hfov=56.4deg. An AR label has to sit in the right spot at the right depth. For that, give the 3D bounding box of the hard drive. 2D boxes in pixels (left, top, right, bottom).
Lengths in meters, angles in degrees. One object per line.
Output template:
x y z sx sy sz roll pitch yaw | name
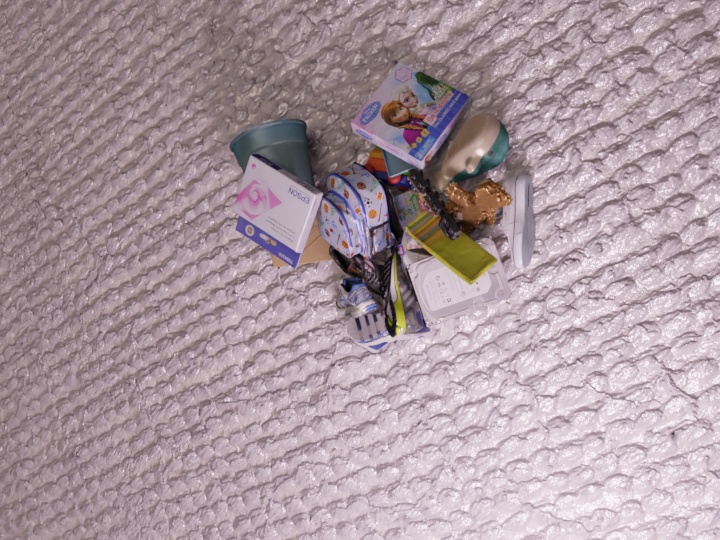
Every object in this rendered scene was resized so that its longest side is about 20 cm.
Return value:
0.209 0.024 1.433 0.197 0.038 0.142 -18 84 -3 | hard drive

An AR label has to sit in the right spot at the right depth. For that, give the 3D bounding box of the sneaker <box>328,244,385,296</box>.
0.000 0.000 1.602 0.198 0.086 0.081 32 106 8 | sneaker

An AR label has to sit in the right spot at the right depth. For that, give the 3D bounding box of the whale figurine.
0.245 -0.244 1.479 0.103 0.160 0.201 31 114 -22 | whale figurine

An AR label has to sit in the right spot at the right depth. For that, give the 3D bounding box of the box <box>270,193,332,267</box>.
-0.143 -0.101 1.710 0.197 0.021 0.167 -7 88 26 | box

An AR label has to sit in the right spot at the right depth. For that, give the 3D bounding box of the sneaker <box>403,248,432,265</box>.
0.194 -0.034 1.508 0.196 0.077 0.083 6 59 1 | sneaker

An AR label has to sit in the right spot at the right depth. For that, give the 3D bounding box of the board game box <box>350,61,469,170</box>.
0.113 -0.354 1.525 0.198 0.041 0.201 31 74 20 | board game box

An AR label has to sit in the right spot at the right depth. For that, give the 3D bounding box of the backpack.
-0.015 -0.138 1.531 0.199 0.153 0.193 32 135 40 | backpack

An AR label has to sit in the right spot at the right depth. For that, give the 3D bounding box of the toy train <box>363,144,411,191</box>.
0.035 -0.266 1.595 0.197 0.084 0.118 14 87 24 | toy train

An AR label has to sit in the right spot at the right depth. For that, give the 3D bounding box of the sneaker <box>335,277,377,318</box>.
-0.016 0.056 1.578 0.076 0.200 0.087 -20 95 -19 | sneaker

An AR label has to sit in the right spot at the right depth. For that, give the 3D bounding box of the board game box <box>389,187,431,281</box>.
0.126 -0.082 1.579 0.133 0.034 0.204 -18 84 25 | board game box

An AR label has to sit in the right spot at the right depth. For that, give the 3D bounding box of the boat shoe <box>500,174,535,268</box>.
0.340 -0.105 1.469 0.066 0.073 0.204 0 82 39 | boat shoe

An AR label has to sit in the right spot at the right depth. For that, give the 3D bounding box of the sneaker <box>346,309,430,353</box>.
0.062 0.140 1.592 0.195 0.115 0.082 -7 68 -6 | sneaker

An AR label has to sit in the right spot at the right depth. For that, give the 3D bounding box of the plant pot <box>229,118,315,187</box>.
-0.198 -0.234 1.635 0.198 0.200 0.199 -19 85 24 | plant pot

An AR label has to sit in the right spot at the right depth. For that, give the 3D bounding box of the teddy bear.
0.240 -0.141 1.464 0.143 0.067 0.201 24 147 -1 | teddy bear

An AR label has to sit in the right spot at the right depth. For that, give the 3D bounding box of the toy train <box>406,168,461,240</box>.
0.157 -0.143 1.449 0.034 0.046 0.202 -19 59 -18 | toy train

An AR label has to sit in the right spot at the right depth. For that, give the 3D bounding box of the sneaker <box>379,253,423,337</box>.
0.094 0.056 1.538 0.074 0.080 0.204 137 133 -57 | sneaker

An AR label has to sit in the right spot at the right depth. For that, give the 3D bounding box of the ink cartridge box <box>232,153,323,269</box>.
-0.199 -0.132 1.537 0.195 0.043 0.203 31 114 19 | ink cartridge box

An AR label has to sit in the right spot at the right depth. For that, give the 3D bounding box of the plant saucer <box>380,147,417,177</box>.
0.076 -0.305 1.548 0.069 0.019 0.203 -19 65 11 | plant saucer

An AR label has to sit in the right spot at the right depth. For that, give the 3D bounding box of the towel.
0.189 -0.056 1.422 0.086 0.018 0.200 -40 61 -14 | towel
